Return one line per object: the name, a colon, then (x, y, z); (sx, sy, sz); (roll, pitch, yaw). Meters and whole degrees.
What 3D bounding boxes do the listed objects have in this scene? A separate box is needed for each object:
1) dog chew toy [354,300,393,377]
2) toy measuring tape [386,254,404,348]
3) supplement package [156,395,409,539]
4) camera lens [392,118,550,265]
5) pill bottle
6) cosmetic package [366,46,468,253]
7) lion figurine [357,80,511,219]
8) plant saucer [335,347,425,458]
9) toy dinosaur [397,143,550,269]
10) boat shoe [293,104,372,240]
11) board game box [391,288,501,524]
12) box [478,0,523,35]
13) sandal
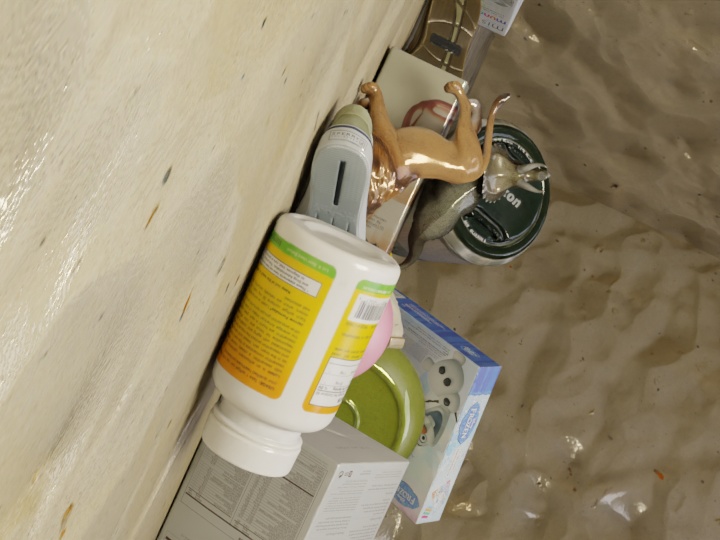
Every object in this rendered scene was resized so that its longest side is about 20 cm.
dog chew toy: (-0.029, 0.032, 1.346); (0.200, 0.124, 0.125); (-85, -162, -73)
toy measuring tape: (0.000, 0.000, 1.469); (0.074, 0.073, 0.201); (109, -29, -66)
supplement package: (-0.082, 0.243, 1.333); (0.152, 0.150, 0.201); (14, 103, -61)
camera lens: (0.102, -0.088, 1.525); (0.200, 0.160, 0.160); (5, -114, 58)
pill bottle: (-0.056, 0.064, 1.119); (0.111, 0.111, 0.200); (-48, 163, -80)
cosmetic package: (0.031, -0.117, 1.383); (0.103, 0.087, 0.201); (-34, 149, -83)
lion figurine: (0.057, -0.110, 1.267); (0.072, 0.199, 0.123); (122, -40, -71)
plant saucer: (-0.029, 0.154, 1.444); (0.031, 0.199, 0.200); (-93, -154, -72)
toy dinosaur: (0.089, -0.072, 1.353); (0.200, 0.077, 0.102); (-33, -174, 10)
boat shoe: (-0.020, -0.057, 1.179); (0.200, 0.072, 0.062); (110, 1, -48)
board game box: (0.046, 0.145, 1.519); (0.043, 0.200, 0.200); (2, 116, -44)
box: (0.186, -0.411, 1.612); (0.176, 0.096, 0.200); (104, 12, -79)
sandal: (0.075, -0.233, 1.499); (0.054, 0.080, 0.201); (-15, -129, 65)
